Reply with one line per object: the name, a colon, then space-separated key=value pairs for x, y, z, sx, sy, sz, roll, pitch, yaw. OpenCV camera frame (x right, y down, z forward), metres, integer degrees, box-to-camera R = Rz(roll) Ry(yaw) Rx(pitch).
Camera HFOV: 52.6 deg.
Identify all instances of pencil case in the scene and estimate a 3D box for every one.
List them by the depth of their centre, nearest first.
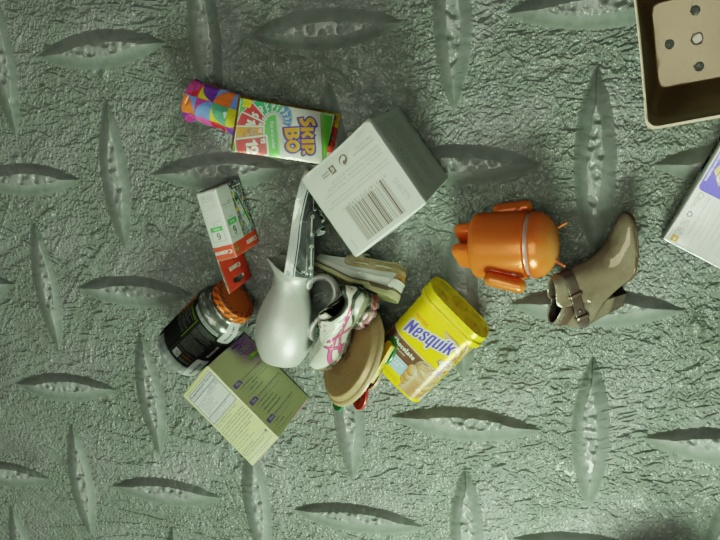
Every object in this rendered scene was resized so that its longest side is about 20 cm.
pencil case: x=-0.241 y=-0.294 z=1.382 sx=0.196 sy=0.088 sz=0.090 roll=23 pitch=112 yaw=11

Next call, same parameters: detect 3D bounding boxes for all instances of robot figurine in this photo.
robot figurine: x=0.260 y=-0.042 z=1.269 sx=0.195 sy=0.144 sz=0.120 roll=-1 pitch=117 yaw=25

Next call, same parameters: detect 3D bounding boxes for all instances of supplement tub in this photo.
supplement tub: x=-0.319 y=0.117 z=1.511 sx=0.199 sy=0.123 sz=0.123 roll=-40 pitch=92 yaw=25

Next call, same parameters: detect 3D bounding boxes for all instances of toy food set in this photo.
toy food set: x=-0.009 y=0.172 z=1.404 sx=0.048 sy=0.199 sz=0.203 roll=24 pitch=105 yaw=-27

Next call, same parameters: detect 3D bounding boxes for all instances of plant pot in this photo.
plant pot: x=0.507 y=-0.337 z=1.069 sx=0.194 sy=0.177 sz=0.206 roll=-7 pitch=105 yaw=20

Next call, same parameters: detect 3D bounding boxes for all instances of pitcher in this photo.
pitcher: x=-0.125 y=0.089 z=1.437 sx=0.168 sy=0.120 sz=0.206 roll=17 pitch=104 yaw=29

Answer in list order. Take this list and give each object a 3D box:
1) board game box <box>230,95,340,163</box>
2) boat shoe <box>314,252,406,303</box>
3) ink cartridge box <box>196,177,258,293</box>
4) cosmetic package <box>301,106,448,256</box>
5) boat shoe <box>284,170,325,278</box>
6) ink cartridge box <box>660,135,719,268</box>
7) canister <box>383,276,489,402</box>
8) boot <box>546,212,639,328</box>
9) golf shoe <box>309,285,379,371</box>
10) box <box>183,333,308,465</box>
board game box: x=-0.133 y=-0.253 z=1.330 sx=0.195 sy=0.030 sz=0.098 roll=4 pitch=113 yaw=-25
boat shoe: x=0.000 y=0.000 z=1.402 sx=0.196 sy=0.075 sz=0.070 roll=20 pitch=78 yaw=24
ink cartridge box: x=-0.250 y=-0.070 z=1.438 sx=0.049 sy=0.109 sz=0.205 roll=-11 pitch=103 yaw=20
cosmetic package: x=0.031 y=-0.160 z=1.268 sx=0.163 sy=0.200 sz=0.167 roll=-35 pitch=95 yaw=24
boat shoe: x=-0.097 y=-0.086 z=1.383 sx=0.066 sy=0.072 sz=0.206 roll=9 pitch=79 yaw=-2
ink cartridge box: x=0.628 y=-0.093 z=1.179 sx=0.197 sy=0.043 sz=0.202 roll=29 pitch=113 yaw=10
canister: x=0.127 y=0.136 z=1.392 sx=0.148 sy=0.087 sz=0.201 roll=43 pitch=116 yaw=3
boot: x=0.391 y=0.007 z=1.245 sx=0.142 sy=0.070 sz=0.205 roll=-9 pitch=115 yaw=-11
golf shoe: x=-0.051 y=0.105 z=1.382 sx=0.091 sy=0.073 sz=0.202 roll=25 pitch=117 yaw=-24
box: x=-0.231 y=0.260 z=1.496 sx=0.200 sy=0.176 sz=0.097 roll=45 pitch=114 yaw=0
